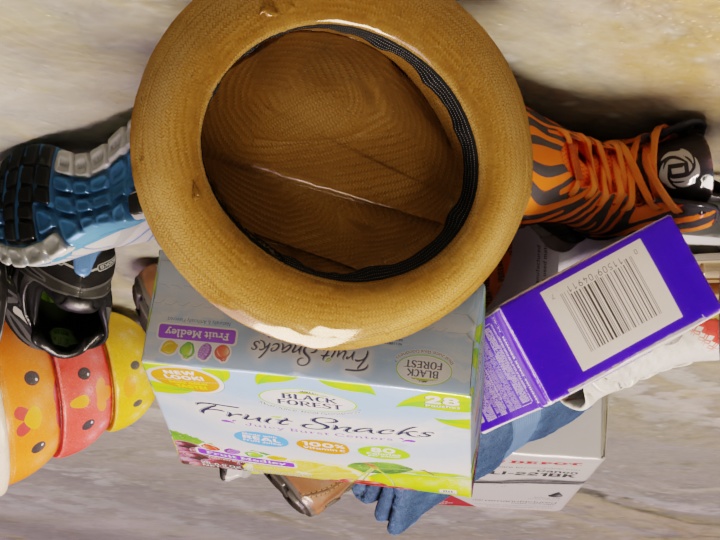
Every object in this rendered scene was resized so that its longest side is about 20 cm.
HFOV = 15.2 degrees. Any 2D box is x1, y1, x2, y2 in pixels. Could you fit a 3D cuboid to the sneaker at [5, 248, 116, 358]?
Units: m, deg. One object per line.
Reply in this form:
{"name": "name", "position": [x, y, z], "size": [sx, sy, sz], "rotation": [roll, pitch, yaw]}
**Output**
{"name": "sneaker", "position": [-0.201, 0.020, 1.748], "size": [0.071, 0.083, 0.200], "rotation": [7, 164, -14]}

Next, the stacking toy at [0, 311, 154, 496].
{"name": "stacking toy", "position": [-0.194, 0.071, 1.913], "size": [0.200, 0.146, 0.146], "rotation": [-12, 169, -18]}

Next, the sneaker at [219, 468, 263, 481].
{"name": "sneaker", "position": [-0.062, 0.118, 2.105], "size": [0.090, 0.078, 0.200], "rotation": [-3, 171, -9]}

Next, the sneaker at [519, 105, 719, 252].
{"name": "sneaker", "position": [0.131, -0.060, 1.458], "size": [0.112, 0.078, 0.200], "rotation": [-9, 172, 22]}

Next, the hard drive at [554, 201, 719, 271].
{"name": "hard drive", "position": [0.176, -0.008, 1.671], "size": [0.132, 0.027, 0.200], "rotation": [4, 166, -28]}

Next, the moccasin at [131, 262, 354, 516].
{"name": "moccasin", "position": [-0.073, 0.070, 1.798], "size": [0.201, 0.078, 0.074], "rotation": [46, 170, 5]}

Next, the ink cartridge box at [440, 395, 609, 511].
{"name": "ink cartridge box", "position": [0.101, 0.122, 2.052], "size": [0.144, 0.084, 0.200], "rotation": [4, 163, -5]}

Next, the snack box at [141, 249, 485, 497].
{"name": "snack box", "position": [-0.020, 0.058, 1.420], "size": [0.169, 0.068, 0.200], "rotation": [6, 160, 5]}

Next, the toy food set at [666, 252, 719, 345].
{"name": "toy food set", "position": [0.234, 0.033, 1.668], "size": [0.200, 0.060, 0.144], "rotation": [-1, 168, -23]}

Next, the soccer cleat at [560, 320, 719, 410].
{"name": "soccer cleat", "position": [0.170, 0.055, 1.806], "size": [0.200, 0.085, 0.069], "rotation": [9, 163, -20]}

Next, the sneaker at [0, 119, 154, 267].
{"name": "sneaker", "position": [-0.135, -0.040, 1.557], "size": [0.200, 0.075, 0.087], "rotation": [-12, 164, 41]}

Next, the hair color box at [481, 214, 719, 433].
{"name": "hair color box", "position": [0.117, 0.034, 1.491], "size": [0.109, 0.065, 0.200], "rotation": [-28, 178, -10]}

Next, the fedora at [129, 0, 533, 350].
{"name": "fedora", "position": [-0.018, -0.059, 1.311], "size": [0.201, 0.201, 0.082], "rotation": [7, -176, -15]}

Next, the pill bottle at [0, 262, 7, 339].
{"name": "pill bottle", "position": [-0.332, 0.012, 1.689], "size": [0.200, 0.112, 0.112], "rotation": [14, 160, -33]}

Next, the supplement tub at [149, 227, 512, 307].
{"name": "supplement tub", "position": [-0.012, -0.033, 1.462], "size": [0.123, 0.123, 0.200], "rotation": [-10, 159, 37]}

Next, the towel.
{"name": "towel", "position": [0.092, 0.109, 1.887], "size": [0.200, 0.049, 0.112], "rotation": [-29, 164, -17]}

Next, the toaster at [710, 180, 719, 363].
{"name": "toaster", "position": [0.282, 0.014, 1.485], "size": [0.200, 0.181, 0.119], "rotation": [0, 161, 5]}

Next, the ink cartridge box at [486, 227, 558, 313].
{"name": "ink cartridge box", "position": [0.000, 0.000, 1.642], "size": [0.200, 0.084, 0.145], "rotation": [11, 162, -26]}
